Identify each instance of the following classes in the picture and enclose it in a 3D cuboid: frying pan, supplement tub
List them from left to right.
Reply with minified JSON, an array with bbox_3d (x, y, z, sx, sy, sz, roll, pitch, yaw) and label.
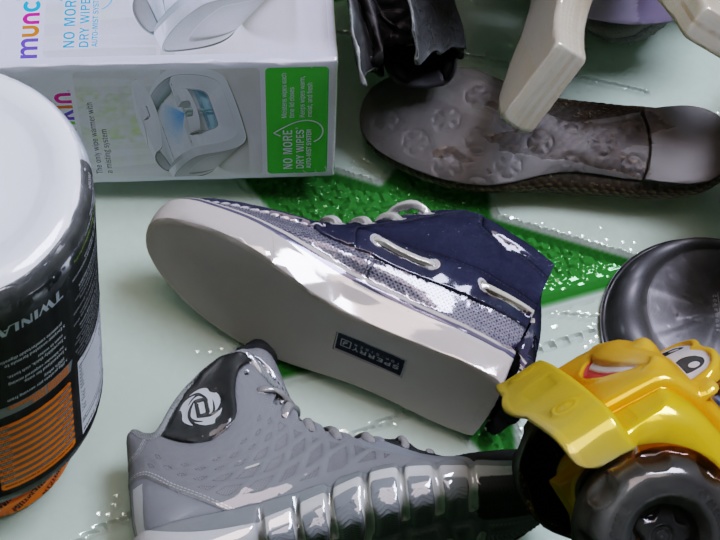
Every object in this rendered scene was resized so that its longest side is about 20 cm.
[{"bbox_3d":[-0.169,0.019,0.691,0.121,0.201,0.123,4,56,-6],"label":"supplement tub"},{"bbox_3d":[0.213,0.042,0.830,0.189,0.031,0.115,22,58,11],"label":"frying pan"}]

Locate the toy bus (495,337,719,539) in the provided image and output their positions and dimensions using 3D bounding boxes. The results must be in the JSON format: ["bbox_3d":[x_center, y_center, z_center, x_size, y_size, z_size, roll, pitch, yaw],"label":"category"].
[{"bbox_3d":[0.176,0.090,0.659,0.191,0.136,0.201,-35,100,-1],"label":"toy bus"}]

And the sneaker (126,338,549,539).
[{"bbox_3d":[-0.013,0.076,0.751,0.198,0.075,0.116,-8,56,-11],"label":"sneaker"}]

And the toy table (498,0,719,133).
[{"bbox_3d":[0.117,-0.169,0.810,0.199,0.185,0.117,15,33,-14],"label":"toy table"}]

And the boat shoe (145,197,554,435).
[{"bbox_3d":[0.000,0.000,0.810,0.199,0.075,0.093,27,50,2],"label":"boat shoe"}]

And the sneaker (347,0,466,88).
[{"bbox_3d":[0.021,-0.140,0.861,0.060,0.200,0.105,-14,87,9],"label":"sneaker"}]

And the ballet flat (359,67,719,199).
[{"bbox_3d":[0.098,-0.069,0.882,0.198,0.046,0.068,4,79,2],"label":"ballet flat"}]

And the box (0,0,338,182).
[{"bbox_3d":[-0.103,-0.150,0.866,0.175,0.097,0.201,-1,55,-3],"label":"box"}]

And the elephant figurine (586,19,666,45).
[{"bbox_3d":[0.159,-0.200,0.930,0.199,0.155,0.142,36,92,-16],"label":"elephant figurine"}]
